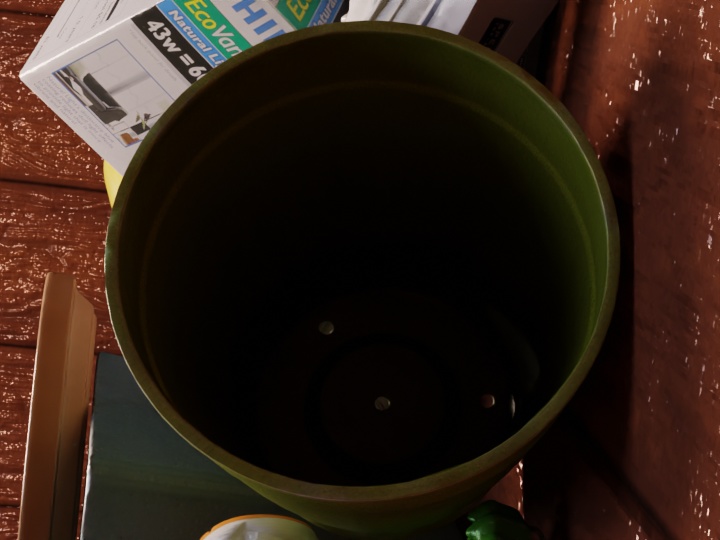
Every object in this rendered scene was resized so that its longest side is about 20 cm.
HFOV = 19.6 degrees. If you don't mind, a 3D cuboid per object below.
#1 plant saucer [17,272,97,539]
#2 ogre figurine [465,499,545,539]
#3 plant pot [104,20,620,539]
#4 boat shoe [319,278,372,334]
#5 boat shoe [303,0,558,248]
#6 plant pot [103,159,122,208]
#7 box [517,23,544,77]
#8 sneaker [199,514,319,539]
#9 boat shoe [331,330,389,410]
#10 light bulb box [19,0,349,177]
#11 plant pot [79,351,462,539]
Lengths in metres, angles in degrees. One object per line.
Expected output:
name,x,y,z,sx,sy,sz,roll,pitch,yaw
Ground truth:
plant saucer,-0.166,0.102,1.139,0.200,0.032,0.202,-175,90,-82
ogre figurine,0.026,0.205,0.874,0.120,0.098,0.201,144,121,-65
plant pot,0.006,0.029,0.889,0.193,0.199,0.201,81,-169,-67
boat shoe,-0.020,-0.003,1.035,0.200,0.069,0.072,-52,-25,17
boat shoe,0.024,-0.102,0.955,0.070,0.071,0.200,51,120,35
plant pot,-0.080,-0.025,1.578,0.201,0.200,0.190,104,154,-50
box,0.056,-0.122,1.062,0.158,0.051,0.201,-100,16,-63
sneaker,-0.077,0.208,0.948,0.201,0.075,0.092,-60,26,26
boat shoe,0.000,0.000,1.103,0.066,0.072,0.201,152,99,-84
light bulb box,-0.064,-0.170,1.223,0.199,0.125,0.199,-19,37,44
plant pot,-0.053,0.170,1.102,0.196,0.199,0.198,-111,27,-75
